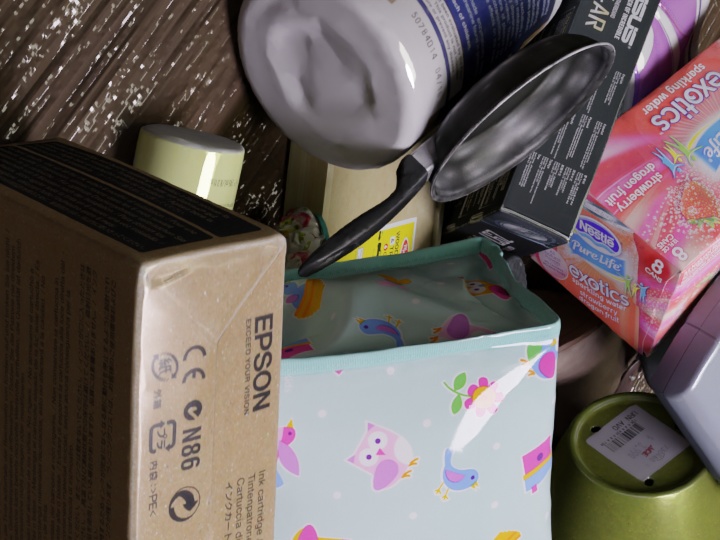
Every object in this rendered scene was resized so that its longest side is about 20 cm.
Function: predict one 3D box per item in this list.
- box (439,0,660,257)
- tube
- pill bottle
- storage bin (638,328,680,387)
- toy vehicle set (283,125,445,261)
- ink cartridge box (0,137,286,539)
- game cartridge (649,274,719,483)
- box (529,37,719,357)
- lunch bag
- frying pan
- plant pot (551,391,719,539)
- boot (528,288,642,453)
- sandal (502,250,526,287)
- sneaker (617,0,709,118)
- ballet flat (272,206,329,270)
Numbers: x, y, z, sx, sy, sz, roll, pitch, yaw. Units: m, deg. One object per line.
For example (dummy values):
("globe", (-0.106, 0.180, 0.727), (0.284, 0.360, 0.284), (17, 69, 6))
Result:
("box", (0.111, -0.108, 1.032), (0.160, 0.043, 0.202), (156, -44, -77))
("tube", (-0.098, 0.033, 0.863), (0.057, 0.052, 0.202), (11, 102, -13))
("pill bottle", (0.037, -0.147, 0.926), (0.200, 0.110, 0.112), (-43, 137, -38))
("storage bin", (0.264, 0.008, 1.244), (0.201, 0.133, 0.147), (-65, 142, -53))
("toy vehicle set", (0.000, 0.000, 1.013), (0.124, 0.026, 0.202), (-15, 116, -54))
("ink cartridge box", (-0.110, 0.062, 0.737), (0.075, 0.164, 0.202), (-13, 116, -39))
("game cartridge", (0.267, 0.032, 1.088), (0.200, 0.041, 0.133), (-46, 130, -8))
("box", (0.210, -0.056, 1.103), (0.199, 0.103, 0.095), (-37, 158, -27))
("lunch bag", (-0.015, 0.089, 0.850), (0.198, 0.122, 0.172), (-10, 117, -14))
("frying pan", (0.046, -0.054, 0.886), (0.189, 0.031, 0.115), (-37, 166, -2))
("plant pot", (0.177, 0.184, 1.194), (0.187, 0.186, 0.201), (-44, 144, -37))
("boot", (0.141, 0.074, 1.224), (0.200, 0.070, 0.147), (-38, 136, -42))
("sandal", (0.045, 0.073, 1.055), (0.075, 0.048, 0.202), (-28, 141, -50))
("sneaker", (0.172, -0.109, 1.174), (0.115, 0.072, 0.201), (-55, 153, -25))
("ballet flat", (-0.051, 0.068, 0.936), (0.063, 0.076, 0.202), (-3, 103, -21))
